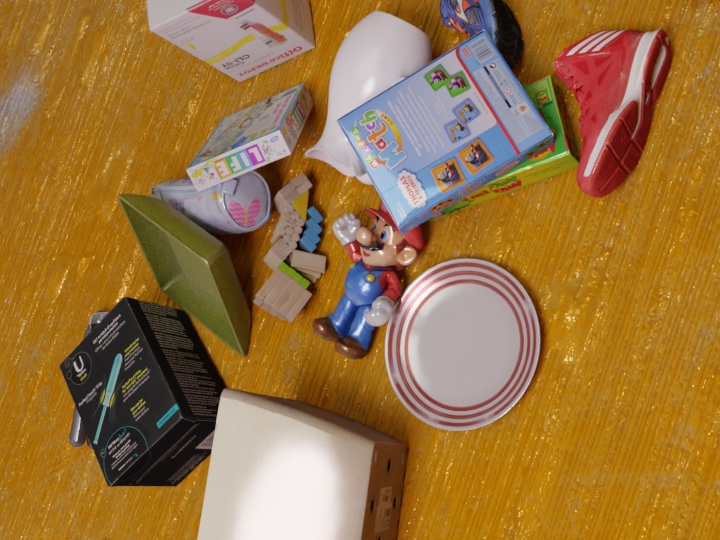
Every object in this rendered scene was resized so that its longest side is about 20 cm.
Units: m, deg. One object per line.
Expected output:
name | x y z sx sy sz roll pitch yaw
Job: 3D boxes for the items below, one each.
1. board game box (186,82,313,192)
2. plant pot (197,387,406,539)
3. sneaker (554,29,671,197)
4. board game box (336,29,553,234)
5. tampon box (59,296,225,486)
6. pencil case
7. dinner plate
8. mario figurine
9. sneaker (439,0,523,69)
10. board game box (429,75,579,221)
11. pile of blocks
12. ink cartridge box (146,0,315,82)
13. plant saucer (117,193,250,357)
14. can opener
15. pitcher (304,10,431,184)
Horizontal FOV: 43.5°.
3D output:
board game box | -0.140 -0.178 1.186 0.133 0.034 0.201 -20 24 16
plant pot | -0.053 0.251 1.032 0.175 0.200 0.202 4 80 20
sneaker | 0.264 -0.181 1.020 0.115 0.078 0.201 18 76 41
board game box | 0.094 -0.157 1.024 0.199 0.037 0.152 -30 75 2
tampon box | -0.284 0.166 1.219 0.150 0.126 0.201 -42 60 16
pencil case | -0.208 -0.092 1.233 0.199 0.091 0.084 0 50 47
dinner plate | 0.119 0.086 1.059 0.198 0.024 0.203 -8 74 28
mario figurine | 0.000 0.000 1.100 0.123 0.106 0.202 26 98 9
sneaker | 0.143 -0.317 1.125 0.078 0.075 0.202 -33 55 30
board game box | 0.152 -0.142 1.081 0.198 0.047 0.103 -20 69 26
pile of blocks | -0.090 -0.025 1.201 0.062 0.081 0.202 139 143 -66
ink cartridge box | -0.173 -0.351 1.239 0.144 0.199 0.084 -17 73 26
plant saucer | -0.223 -0.004 1.212 0.199 0.201 0.048 34 62 32
can opener | -0.393 0.160 1.342 0.067 0.053 0.202 -8 71 63
pitcher | 0.022 -0.209 1.122 0.171 0.120 0.202 35 102 58
